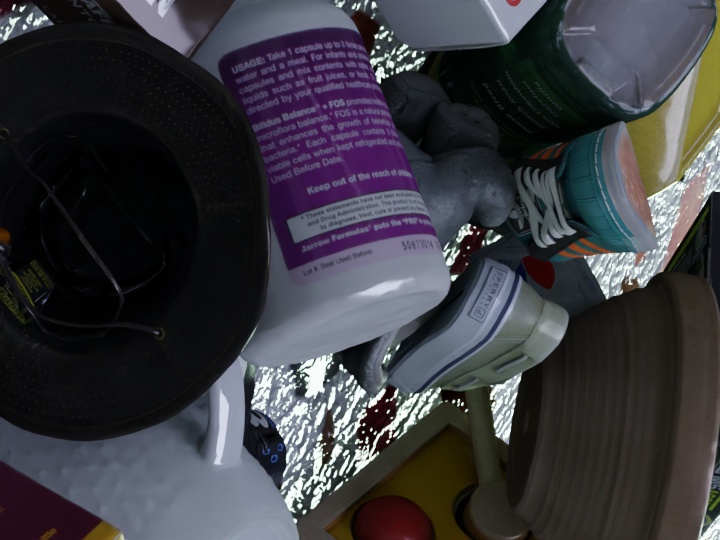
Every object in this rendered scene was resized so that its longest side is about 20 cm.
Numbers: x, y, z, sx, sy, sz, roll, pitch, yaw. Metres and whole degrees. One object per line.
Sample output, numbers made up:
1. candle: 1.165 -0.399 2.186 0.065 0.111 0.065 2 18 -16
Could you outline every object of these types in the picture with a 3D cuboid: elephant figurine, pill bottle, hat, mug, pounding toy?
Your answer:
1. elephant figurine: 0.000 0.000 1.514 0.155 0.142 0.200 3 128 -27
2. pill bottle: -0.039 -0.063 1.332 0.112 0.112 0.200 -4 71 -56
3. hat: -0.113 -0.022 1.265 0.081 0.200 0.201 -26 133 -64
4. mug: -0.118 0.102 1.342 0.148 0.175 0.200 -10 119 -54
5. pounding toy: 0.062 0.161 1.671 0.200 0.184 0.142 -37 153 -39

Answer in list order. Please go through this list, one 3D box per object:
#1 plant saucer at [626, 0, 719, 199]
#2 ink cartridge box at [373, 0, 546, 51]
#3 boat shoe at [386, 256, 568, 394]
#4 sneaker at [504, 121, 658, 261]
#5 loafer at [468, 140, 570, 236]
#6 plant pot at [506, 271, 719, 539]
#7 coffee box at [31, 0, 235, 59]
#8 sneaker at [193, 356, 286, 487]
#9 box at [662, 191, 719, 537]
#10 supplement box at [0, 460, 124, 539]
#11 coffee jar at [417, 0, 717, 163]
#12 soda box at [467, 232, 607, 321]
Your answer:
1. plant saucer: 0.209 -0.145 1.736 0.200 0.048 0.200 -46 149 -62
2. ink cartridge box: 0.075 -0.233 1.450 0.200 0.084 0.145 -48 119 -27
3. boat shoe: 0.064 0.043 1.570 0.072 0.062 0.200 -60 -175 -13
4. sneaker: 0.115 -0.035 1.479 0.200 0.080 0.071 19 56 -84
5. loafer: 0.133 -0.108 1.688 0.072 0.063 0.200 33 83 -57
6. plant pot: 0.138 0.096 1.562 0.201 0.093 0.201 -172 -90 -84
7. coffee box: -0.080 -0.202 1.256 0.114 0.080 0.200 46 70 -31
8. sneaker: -0.081 0.073 1.491 0.112 0.073 0.200 -22 136 -53
9. box: 0.204 0.065 1.641 0.200 0.044 0.160 110 -12 -65
10. supplement box: -0.196 0.136 1.224 0.086 0.200 0.110 -43 142 -31
11. coffee jar: 0.109 -0.119 1.532 0.085 0.200 0.104 43 67 -12
12. soda box: 0.121 0.032 1.696 0.063 0.068 0.200 -28 160 1
